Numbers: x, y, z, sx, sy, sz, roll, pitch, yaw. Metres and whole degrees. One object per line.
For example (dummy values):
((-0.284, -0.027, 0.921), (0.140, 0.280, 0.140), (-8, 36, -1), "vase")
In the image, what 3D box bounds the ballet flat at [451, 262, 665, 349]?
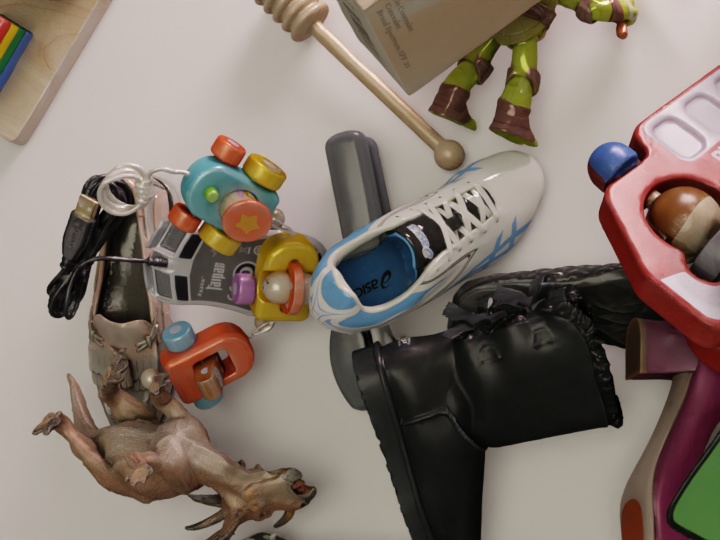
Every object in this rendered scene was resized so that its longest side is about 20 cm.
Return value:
((0.163, 0.020, 0.946), (0.200, 0.057, 0.067), (1, 107, 8), "ballet flat")

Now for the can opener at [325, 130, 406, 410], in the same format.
((0.000, 0.000, 0.983), (0.066, 0.053, 0.200), (-9, 84, 14), "can opener")

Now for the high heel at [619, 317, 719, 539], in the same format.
((0.222, 0.127, 0.883), (0.096, 0.067, 0.200), (3, 85, -8), "high heel")

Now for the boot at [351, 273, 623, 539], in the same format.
((0.097, 0.108, 0.921), (0.162, 0.073, 0.199), (-17, 107, 8), "boot")

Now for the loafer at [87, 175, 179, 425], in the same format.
((-0.176, 0.025, 1.021), (0.072, 0.063, 0.200), (1, 87, 15), "loafer")

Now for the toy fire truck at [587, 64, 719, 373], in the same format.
((0.237, -0.041, 0.872), (0.200, 0.112, 0.168), (-35, 63, -28), "toy fire truck")

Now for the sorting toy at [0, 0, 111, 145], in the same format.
((-0.305, -0.236, 1.069), (0.200, 0.070, 0.199), (33, 94, 14), "sorting toy")

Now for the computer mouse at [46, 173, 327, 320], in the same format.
((-0.120, -0.008, 0.982), (0.200, 0.044, 0.110), (8, 112, -25), "computer mouse")

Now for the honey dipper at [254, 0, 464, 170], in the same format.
((0.001, -0.144, 1.003), (0.038, 0.038, 0.200), (-45, 79, 7), "honey dipper")

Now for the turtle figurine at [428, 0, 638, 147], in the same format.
((0.119, -0.173, 0.958), (0.200, 0.064, 0.162), (19, 91, 15), "turtle figurine")

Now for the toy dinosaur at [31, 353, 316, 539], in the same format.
((-0.145, 0.139, 0.968), (0.200, 0.136, 0.086), (13, 56, 36), "toy dinosaur")

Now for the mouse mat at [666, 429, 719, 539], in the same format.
((0.279, 0.092, 0.828), (0.200, 0.161, 0.008), (-56, 39, 5), "mouse mat")

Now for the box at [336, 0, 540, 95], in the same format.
((0.079, -0.220, 0.901), (0.200, 0.095, 0.078), (-37, 51, 0), "box")

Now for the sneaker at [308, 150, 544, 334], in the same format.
((0.053, -0.022, 0.934), (0.200, 0.072, 0.072), (-34, 88, -20), "sneaker")

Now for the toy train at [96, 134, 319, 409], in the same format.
((-0.097, 0.010, 0.940), (0.150, 0.056, 0.200), (-22, 123, -9), "toy train")

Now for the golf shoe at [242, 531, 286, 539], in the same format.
((-0.044, 0.219, 0.966), (0.200, 0.077, 0.088), (-6, 40, -6), "golf shoe")
